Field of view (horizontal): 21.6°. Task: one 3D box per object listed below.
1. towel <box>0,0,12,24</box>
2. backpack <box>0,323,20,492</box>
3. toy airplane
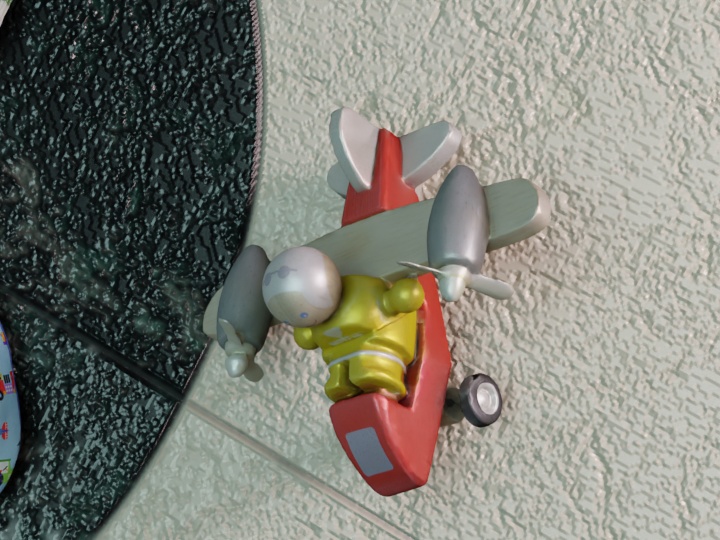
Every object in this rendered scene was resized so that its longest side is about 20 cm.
[{"bbox_3d":[-0.277,-0.219,1.244,0.149,0.031,0.201,35,105,21],"label":"towel"},{"bbox_3d":[-0.322,0.088,1.181,0.198,0.134,0.184,-13,81,14],"label":"backpack"},{"bbox_3d":[0.000,0.000,1.075,0.199,0.140,0.201,40,112,38],"label":"toy airplane"}]
